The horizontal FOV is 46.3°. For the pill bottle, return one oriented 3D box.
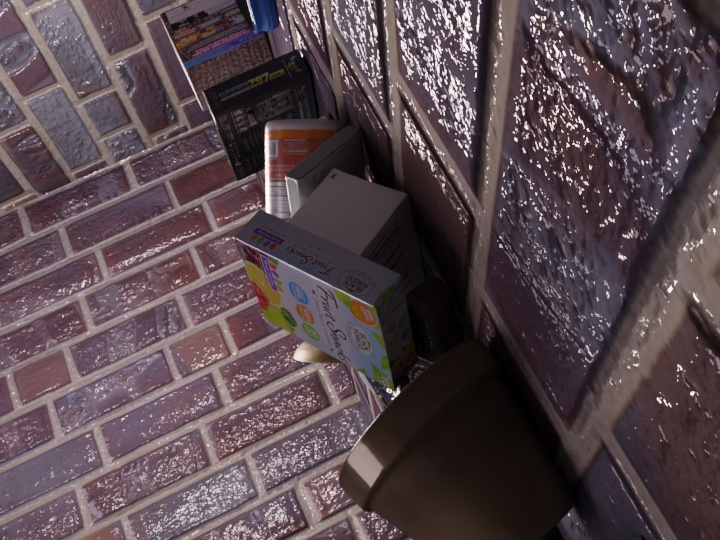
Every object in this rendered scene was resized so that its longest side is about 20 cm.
[{"bbox_3d":[-0.072,-0.096,1.124,0.112,0.109,0.205,-149,58,-77],"label":"pill bottle"}]

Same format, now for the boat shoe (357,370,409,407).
[{"bbox_3d":[0.056,0.156,1.171,0.202,0.070,0.092,56,163,27],"label":"boat shoe"}]

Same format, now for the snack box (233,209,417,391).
[{"bbox_3d":[-0.037,0.031,0.911,0.198,0.053,0.144,25,149,31],"label":"snack box"}]

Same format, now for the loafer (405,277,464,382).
[{"bbox_3d":[0.095,0.088,0.946,0.072,0.071,0.202,25,148,33],"label":"loafer"}]

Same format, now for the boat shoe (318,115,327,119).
[{"bbox_3d":[-0.040,-0.122,1.241,0.203,0.067,0.072,66,172,-21],"label":"boat shoe"}]

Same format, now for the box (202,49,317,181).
[{"bbox_3d":[-0.144,-0.232,1.288,0.201,0.155,0.052,82,162,-69],"label":"box"}]

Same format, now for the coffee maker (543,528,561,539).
[{"bbox_3d":[0.182,0.356,0.981,0.191,0.135,0.201,37,162,23],"label":"coffee maker"}]

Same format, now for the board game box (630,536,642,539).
[{"bbox_3d":[0.150,0.306,0.660,0.103,0.197,0.106,81,163,-65],"label":"board game box"}]

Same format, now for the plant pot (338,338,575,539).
[{"bbox_3d":[0.104,0.199,0.809,0.174,0.199,0.201,45,165,21],"label":"plant pot"}]

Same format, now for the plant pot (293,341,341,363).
[{"bbox_3d":[-0.010,0.122,1.343,0.200,0.195,0.028,-173,80,-82],"label":"plant pot"}]

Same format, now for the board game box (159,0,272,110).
[{"bbox_3d":[-0.266,-0.423,1.579,0.098,0.157,0.202,72,171,-51],"label":"board game box"}]

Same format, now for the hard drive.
[{"bbox_3d":[-0.034,-0.059,1.053,0.026,0.132,0.203,19,133,29],"label":"hard drive"}]

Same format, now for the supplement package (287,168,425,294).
[{"bbox_3d":[0.000,0.000,1.002,0.112,0.110,0.202,21,147,30],"label":"supplement package"}]

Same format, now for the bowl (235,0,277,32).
[{"bbox_3d":[-0.185,-0.469,1.310,0.201,0.039,0.204,91,155,-73],"label":"bowl"}]
